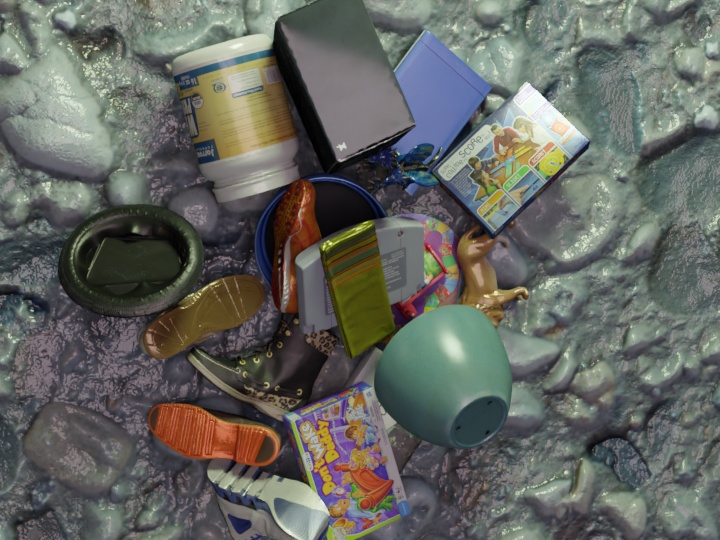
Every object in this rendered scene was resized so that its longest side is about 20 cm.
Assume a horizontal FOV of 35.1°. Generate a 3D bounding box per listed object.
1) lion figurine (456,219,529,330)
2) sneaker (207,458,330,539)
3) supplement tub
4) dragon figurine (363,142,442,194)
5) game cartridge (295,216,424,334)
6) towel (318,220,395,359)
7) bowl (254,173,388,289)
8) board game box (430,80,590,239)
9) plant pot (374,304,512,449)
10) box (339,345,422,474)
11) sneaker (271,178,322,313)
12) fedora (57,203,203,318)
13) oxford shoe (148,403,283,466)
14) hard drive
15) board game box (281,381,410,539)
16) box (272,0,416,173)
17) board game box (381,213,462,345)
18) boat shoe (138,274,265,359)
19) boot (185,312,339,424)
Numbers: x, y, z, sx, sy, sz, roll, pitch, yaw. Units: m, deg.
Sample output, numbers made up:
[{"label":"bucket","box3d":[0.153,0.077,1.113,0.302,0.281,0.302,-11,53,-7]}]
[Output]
[{"label":"lion figurine","box3d":[0.180,0.008,1.696,0.121,0.072,0.203,-14,93,-11]},{"label":"sneaker","box3d":[-0.132,0.351,1.636,0.081,0.198,0.116,-44,150,-39]},{"label":"supplement tub","box3d":[-0.166,-0.207,1.555,0.143,0.145,0.203,-17,99,-10]},{"label":"dragon figurine","box3d":[0.072,-0.143,1.576,0.198,0.099,0.060,-10,93,-42]},{"label":"game cartridge","box3d":[0.000,0.000,1.584,0.198,0.040,0.135,-19,130,-25]},{"label":"towel","box3d":[0.000,0.029,1.567,0.085,0.018,0.202,-27,130,-18]},{"label":"bowl","box3d":[-0.054,-0.042,1.626,0.197,0.039,0.204,-3,113,-6]},{"label":"board game box","box3d":[0.219,-0.163,1.670,0.200,0.034,0.136,-42,74,-4]},{"label":"plant pot","box3d":[0.134,0.170,1.593,0.197,0.135,0.202,-15,129,-19]},{"label":"box","box3d":[0.020,0.235,1.700,0.143,0.036,0.201,34,90,-14]},{"label":"sneaker","box3d":[-0.079,-0.036,1.575,0.076,0.073,0.203,-6,123,-22]},{"label":"fedora","box3d":[-0.308,0.005,1.560,0.197,0.092,0.203,-1,56,2]},{"label":"oxford shoe","box3d":[-0.208,0.235,1.639,0.197,0.073,0.072,16,94,6]},{"label":"hard drive","box3d":[0.084,-0.230,1.668,0.131,0.025,0.201,38,88,-13]},{"label":"board game box","box3d":[-0.019,0.282,1.647,0.133,0.045,0.203,-21,102,-18]},{"label":"box","box3d":[-0.028,-0.250,1.538,0.123,0.197,0.202,-24,93,-4]},{"label":"board game box","box3d":[0.080,0.019,1.686,0.155,0.039,0.203,6,95,-13]},{"label":"boat shoe","box3d":[-0.229,0.062,1.611,0.198,0.069,0.075,-25,98,-30]},{"label":"boot","box3d":[-0.136,0.119,1.634,0.199,0.073,0.152,32,90,-17]}]
